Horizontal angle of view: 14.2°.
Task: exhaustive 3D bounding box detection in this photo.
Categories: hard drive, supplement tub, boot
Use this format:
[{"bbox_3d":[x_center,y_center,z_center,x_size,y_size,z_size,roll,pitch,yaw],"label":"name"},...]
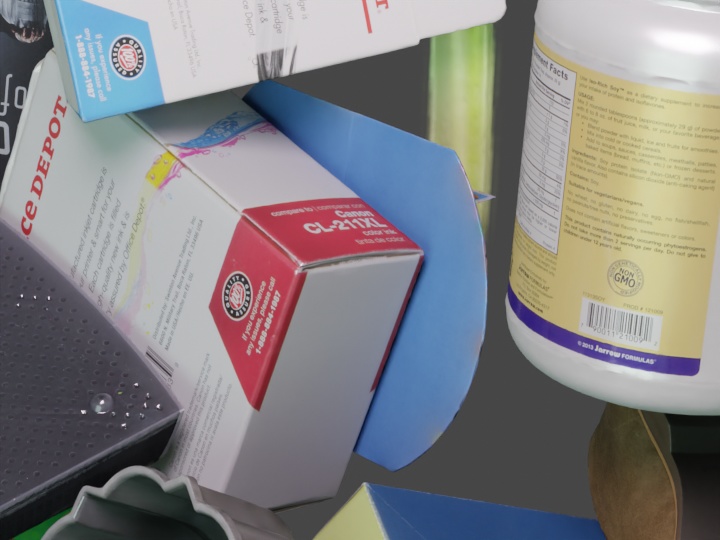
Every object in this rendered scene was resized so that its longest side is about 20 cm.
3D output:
[{"bbox_3d":[-0.185,0.047,1.332,0.200,0.135,0.042,41,147,37],"label":"hard drive"},{"bbox_3d":[0.141,-0.056,1.215,0.145,0.145,0.200,15,113,24],"label":"supplement tub"},{"bbox_3d":[0.151,0.126,1.285,0.075,0.074,0.200,-55,35,40],"label":"boot"}]

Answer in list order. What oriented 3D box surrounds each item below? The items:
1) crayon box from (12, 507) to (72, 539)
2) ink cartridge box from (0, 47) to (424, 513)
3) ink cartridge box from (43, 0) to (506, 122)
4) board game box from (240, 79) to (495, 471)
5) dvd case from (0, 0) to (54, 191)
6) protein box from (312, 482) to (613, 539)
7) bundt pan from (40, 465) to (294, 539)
[{"bbox_3d":[-0.178,0.136,1.415,0.200,0.119,0.058,126,137,-72],"label":"crayon box"},{"bbox_3d":[-0.080,0.001,1.364,0.200,0.083,0.146,41,124,35],"label":"ink cartridge box"},{"bbox_3d":[-0.045,-0.148,1.306,0.200,0.068,0.116,-13,104,-9],"label":"ink cartridge box"},{"bbox_3d":[0.000,0.000,1.372,0.200,0.039,0.158,23,112,43],"label":"board game box"},{"bbox_3d":[-0.203,-0.127,1.457,0.150,0.025,0.200,10,111,26],"label":"dvd case"},{"bbox_3d":[0.069,0.221,1.281,0.135,0.200,0.199,-49,47,32],"label":"protein box"},{"bbox_3d":[-0.074,0.188,1.244,0.202,0.076,0.202,-18,67,48],"label":"bundt pan"}]
